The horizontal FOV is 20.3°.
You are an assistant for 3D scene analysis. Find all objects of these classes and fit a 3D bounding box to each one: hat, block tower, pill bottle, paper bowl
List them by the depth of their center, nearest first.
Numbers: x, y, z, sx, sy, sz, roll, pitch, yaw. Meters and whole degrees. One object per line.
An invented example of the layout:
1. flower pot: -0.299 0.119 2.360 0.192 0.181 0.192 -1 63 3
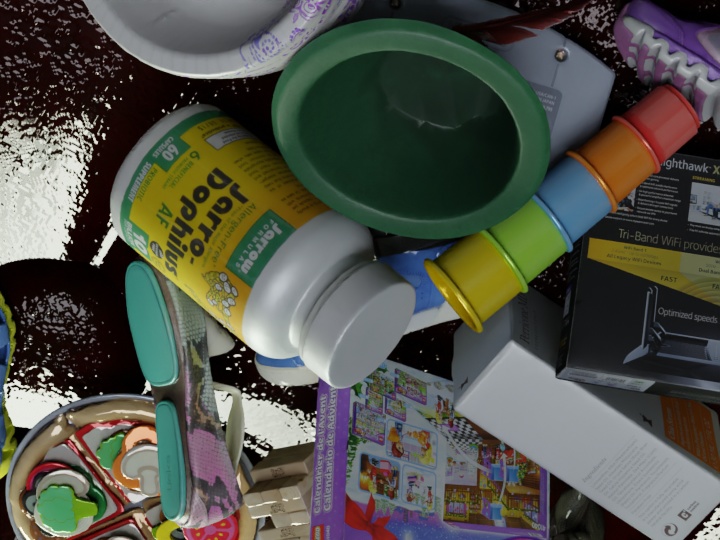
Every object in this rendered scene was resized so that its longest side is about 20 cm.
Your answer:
1. paper bowl: -0.077 -0.220 1.240 0.199 0.104 0.202 3 98 23
2. hat: 0.055 -0.135 1.289 0.199 0.177 0.166 22 133 -8
3. pill bottle: -0.063 -0.013 1.324 0.200 0.112 0.113 39 122 25
4. block tower: -0.021 0.227 1.468 0.058 0.054 0.201 -13 105 36

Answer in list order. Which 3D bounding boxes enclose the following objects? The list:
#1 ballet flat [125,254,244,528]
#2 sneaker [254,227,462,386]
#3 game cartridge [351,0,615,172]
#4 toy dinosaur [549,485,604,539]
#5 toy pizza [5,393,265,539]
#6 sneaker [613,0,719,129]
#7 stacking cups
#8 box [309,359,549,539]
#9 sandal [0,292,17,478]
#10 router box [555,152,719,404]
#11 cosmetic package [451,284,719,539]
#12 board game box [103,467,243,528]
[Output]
1. ballet flat: -0.121 0.083 1.448 0.071 0.069 0.202 -11 92 -32
2. sneaker: 0.000 -0.001 1.399 0.199 0.077 0.112 -21 117 15
3. game cartridge: 0.062 -0.114 1.325 0.199 0.040 0.134 16 97 -11
4. toy dinosaur: 0.161 0.217 1.508 0.076 0.102 0.201 -15 109 23
5. toy pizza: -0.171 0.183 1.513 0.198 0.032 0.202 2 119 4
6. sneaker: 0.263 -0.132 1.314 0.199 0.080 0.089 29 85 5
7. stacking cups: 0.136 -0.041 1.302 0.199 0.060 0.061 -37 114 -7
8. box: 0.052 0.146 1.403 0.199 0.138 0.039 21 152 -37
9. sandal: -0.293 0.087 1.462 0.079 0.087 0.201 -2 117 7
10. router box: 0.240 0.008 1.353 0.198 0.052 0.159 10 78 -1
11. cosmetic package: 0.164 0.100 1.431 0.199 0.102 0.071 33 116 -15
12. board game box: -0.151 0.226 1.567 0.104 0.024 0.201 8 119 1
